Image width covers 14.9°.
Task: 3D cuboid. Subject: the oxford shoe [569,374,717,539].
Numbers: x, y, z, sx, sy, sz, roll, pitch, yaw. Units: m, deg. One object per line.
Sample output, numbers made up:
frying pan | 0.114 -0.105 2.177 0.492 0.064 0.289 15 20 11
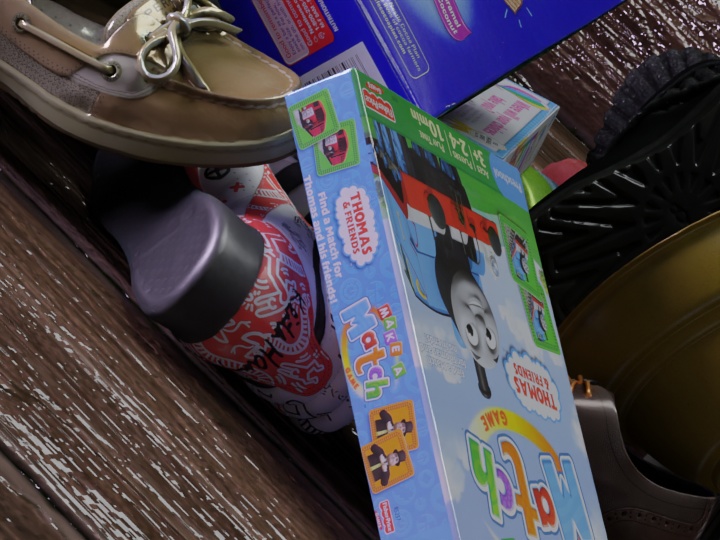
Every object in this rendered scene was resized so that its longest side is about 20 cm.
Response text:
oxford shoe | 0.071 0.066 1.224 0.200 0.073 0.071 39 10 -15

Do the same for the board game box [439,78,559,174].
board game box | 0.019 -0.083 1.334 0.134 0.034 0.200 28 14 6

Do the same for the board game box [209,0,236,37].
board game box | -0.029 -0.189 1.267 0.126 0.035 0.200 50 41 -12

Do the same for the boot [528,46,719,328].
boot | 0.131 -0.034 1.359 0.080 0.210 0.158 59 -11 -13

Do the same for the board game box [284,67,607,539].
board game box | 0.038 0.038 1.058 0.151 0.036 0.201 26 49 -60

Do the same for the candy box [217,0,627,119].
candy box | 0.017 -0.155 1.209 0.200 0.077 0.170 -32 95 -49

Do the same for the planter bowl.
planter bowl | 0.188 0.046 1.264 0.200 0.200 0.084 27 34 -58

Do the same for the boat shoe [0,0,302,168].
boat shoe | -0.108 -0.099 1.077 0.200 0.063 0.073 24 32 19

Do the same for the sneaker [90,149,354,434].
sneaker | -0.045 -0.007 1.114 0.108 0.067 0.202 38 13 -25

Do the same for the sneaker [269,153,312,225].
sneaker | 0.000 0.000 1.280 0.199 0.074 0.080 23 23 -39

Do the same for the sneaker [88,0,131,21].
sneaker | -0.140 -0.177 1.159 0.199 0.071 0.080 31 -43 34

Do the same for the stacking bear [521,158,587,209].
stacking bear | 0.045 -0.017 1.419 0.199 0.122 0.114 22 17 -43

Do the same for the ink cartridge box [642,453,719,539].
ink cartridge box | 0.221 0.168 1.335 0.144 0.084 0.200 37 10 -28
